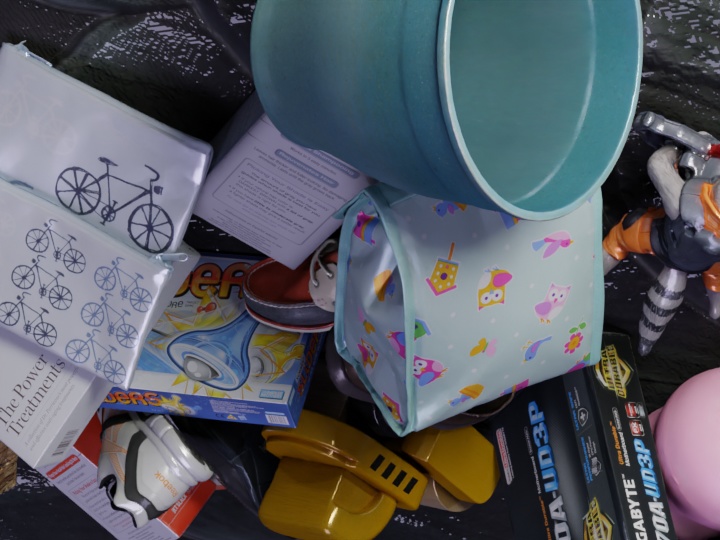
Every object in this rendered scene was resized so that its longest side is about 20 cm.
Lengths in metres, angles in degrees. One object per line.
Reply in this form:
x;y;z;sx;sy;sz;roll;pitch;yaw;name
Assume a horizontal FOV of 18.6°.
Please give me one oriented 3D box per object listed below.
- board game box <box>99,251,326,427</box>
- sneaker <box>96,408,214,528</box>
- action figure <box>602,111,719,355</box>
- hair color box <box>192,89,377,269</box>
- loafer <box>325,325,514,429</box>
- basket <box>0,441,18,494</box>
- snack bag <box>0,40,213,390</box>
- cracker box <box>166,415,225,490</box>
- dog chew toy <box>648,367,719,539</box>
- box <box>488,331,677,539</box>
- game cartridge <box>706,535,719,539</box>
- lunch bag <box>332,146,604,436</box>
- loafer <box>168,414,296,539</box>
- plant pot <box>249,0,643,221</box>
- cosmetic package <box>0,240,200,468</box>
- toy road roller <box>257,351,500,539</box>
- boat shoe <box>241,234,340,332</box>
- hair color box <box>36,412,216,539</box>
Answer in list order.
-0.128;0.048;1.698;0.199;0.136;0.035;4;143;18;board game box
-0.183;0.142;1.735;0.074;0.080;0.200;47;173;-19;sneaker
0.252;-0.014;1.485;0.199;0.105;0.194;23;153;-3;action figure
-0.036;-0.088;1.547;0.099;0.061;0.200;29;143;-15;hair color box
0.060;0.076;1.649;0.071;0.073;0.200;-15;164;38;loafer
-0.378;0.098;1.801;0.200;0.142;0.149;54;150;21;basket
-0.212;-0.040;1.587;0.188;0.021;0.201;27;107;13;snack bag
-0.108;0.100;1.821;0.134;0.058;0.200;-6;138;28;cracker box
0.259;0.150;1.681;0.124;0.125;0.200;28;151;-13;dog chew toy
0.169;0.169;1.674;0.046;0.201;0.159;3;151;-25;box
0.308;0.209;1.685;0.133;0.200;0.042;-18;91;43;game cartridge
0.074;-0.010;1.490;0.170;0.122;0.200;-20;136;-19;lunch bag
-0.095;0.141;1.775;0.072;0.073;0.200;12;143;41;loafer
0.041;-0.136;1.353;0.188;0.200;0.200;6;144;40;plant pot
-0.237;0.023;1.648;0.151;0.052;0.200;38;103;15;cosmetic package
0.003;0.160;1.743;0.123;0.146;0.200;7;157;43;toy road roller
0.000;0.000;1.629;0.199;0.071;0.063;-5;153;19;boat shoe
-0.230;0.152;1.885;0.200;0.064;0.111;41;153;-8;hair color box
